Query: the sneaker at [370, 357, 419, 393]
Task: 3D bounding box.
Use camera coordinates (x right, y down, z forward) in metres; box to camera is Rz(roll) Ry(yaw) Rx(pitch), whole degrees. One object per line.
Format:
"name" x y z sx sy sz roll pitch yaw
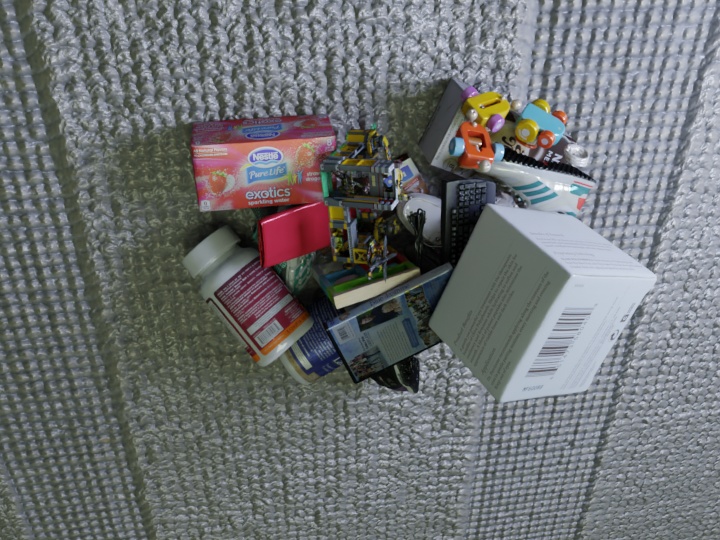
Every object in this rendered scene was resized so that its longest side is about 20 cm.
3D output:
"sneaker" 0.042 0.159 1.144 0.086 0.077 0.200 1 153 14

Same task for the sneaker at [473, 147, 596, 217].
"sneaker" 0.238 -0.114 0.990 0.197 0.071 0.094 9 115 -20

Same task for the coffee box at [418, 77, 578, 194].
"coffee box" 0.203 -0.188 1.028 0.198 0.080 0.114 17 117 -20

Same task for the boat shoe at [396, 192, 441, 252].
"boat shoe" 0.146 -0.053 1.054 0.199 0.069 0.071 31 97 -8

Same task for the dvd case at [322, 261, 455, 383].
"dvd case" 0.058 0.079 0.995 0.198 0.018 0.143 -26 136 -1

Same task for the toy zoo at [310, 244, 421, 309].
"toy zoo" 0.000 0.000 1.043 0.130 0.200 0.021 -18 108 -9

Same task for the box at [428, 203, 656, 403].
"box" 0.240 0.042 0.934 0.198 0.171 0.201 2 122 -38

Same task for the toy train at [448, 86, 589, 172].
"toy train" 0.195 -0.170 0.916 0.197 0.152 0.056 2 144 -19

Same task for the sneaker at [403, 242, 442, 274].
"sneaker" 0.127 0.043 1.070 0.091 0.076 0.200 -40 103 9

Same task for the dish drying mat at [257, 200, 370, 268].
"dish drying mat" -0.063 -0.067 1.005 0.199 0.018 0.078 -23 122 -35

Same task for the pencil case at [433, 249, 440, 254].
"pencil case" 0.186 -0.002 1.142 0.197 0.091 0.095 -13 89 0

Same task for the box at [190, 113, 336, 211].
"box" -0.135 -0.154 0.977 0.197 0.096 0.101 -5 121 -7

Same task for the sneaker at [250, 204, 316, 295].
"sneaker" -0.123 -0.043 1.072 0.090 0.078 0.202 22 137 21

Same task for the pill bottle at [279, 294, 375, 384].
"pill bottle" -0.037 0.092 1.141 0.199 0.116 0.116 -32 122 11

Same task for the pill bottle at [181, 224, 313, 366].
"pill bottle" -0.171 0.037 1.046 0.109 0.110 0.201 -39 92 15

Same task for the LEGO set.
"LEGO set" 0.027 -0.095 0.950 0.114 0.154 0.203 6 112 21

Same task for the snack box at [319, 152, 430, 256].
"snack box" 0.006 -0.101 1.080 0.199 0.024 0.072 -30 121 9

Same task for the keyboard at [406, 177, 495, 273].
"keyboard" 0.129 -0.034 0.988 0.125 0.021 0.202 -4 117 -1
